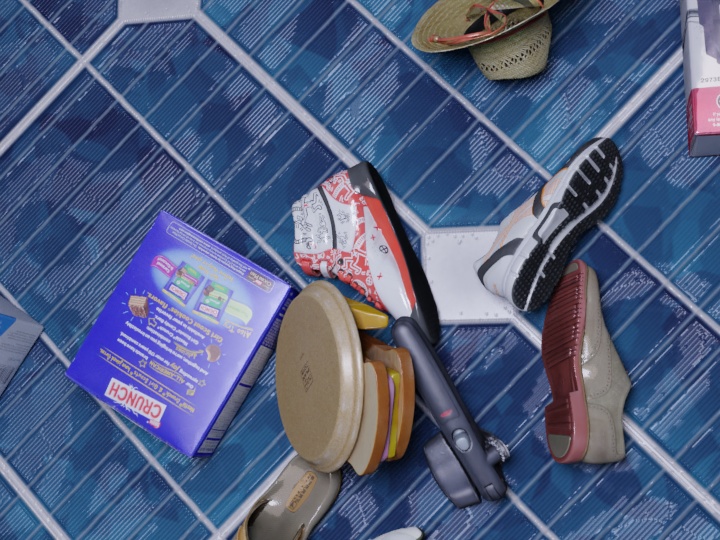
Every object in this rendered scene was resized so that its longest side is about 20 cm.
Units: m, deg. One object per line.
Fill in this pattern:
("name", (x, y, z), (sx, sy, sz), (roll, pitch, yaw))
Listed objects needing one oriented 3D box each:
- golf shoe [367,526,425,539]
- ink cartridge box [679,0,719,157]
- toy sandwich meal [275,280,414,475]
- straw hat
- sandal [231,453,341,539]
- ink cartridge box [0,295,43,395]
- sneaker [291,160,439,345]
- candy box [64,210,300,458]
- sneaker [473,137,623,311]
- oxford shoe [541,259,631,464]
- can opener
("golf shoe", (0.065, 0.338, 1.127), (0.097, 0.078, 0.201), (-30, 75, -1))
("ink cartridge box", (0.388, -0.221, 1.153), (0.144, 0.084, 0.201), (-2, 79, 12))
("toy sandwich meal", (-0.018, 0.103, 1.157), (0.070, 0.205, 0.206), (0, 76, -26))
("straw hat", (0.151, -0.238, 1.206), (0.200, 0.201, 0.085), (-25, 116, 7))
("sandal", (-0.088, 0.267, 1.183), (0.080, 0.054, 0.201), (30, 87, 16))
("ink cartridge box", (-0.444, 0.114, 1.245), (0.086, 0.146, 0.200), (33, 88, 15))
("sneaker", (0.000, 0.000, 1.212), (0.108, 0.067, 0.202), (-26, 78, 16))
("candy box", (-0.181, 0.067, 1.232), (0.169, 0.077, 0.201), (30, 86, 15))
("sneaker", (0.183, -0.056, 1.176), (0.200, 0.074, 0.080), (-51, 37, -13))
("oxford shoe", (0.222, 0.090, 1.153), (0.074, 0.070, 0.201), (9, 74, -17))
("can opener", (0.082, 0.135, 1.141), (0.078, 0.063, 0.201), (-26, 98, 0))
